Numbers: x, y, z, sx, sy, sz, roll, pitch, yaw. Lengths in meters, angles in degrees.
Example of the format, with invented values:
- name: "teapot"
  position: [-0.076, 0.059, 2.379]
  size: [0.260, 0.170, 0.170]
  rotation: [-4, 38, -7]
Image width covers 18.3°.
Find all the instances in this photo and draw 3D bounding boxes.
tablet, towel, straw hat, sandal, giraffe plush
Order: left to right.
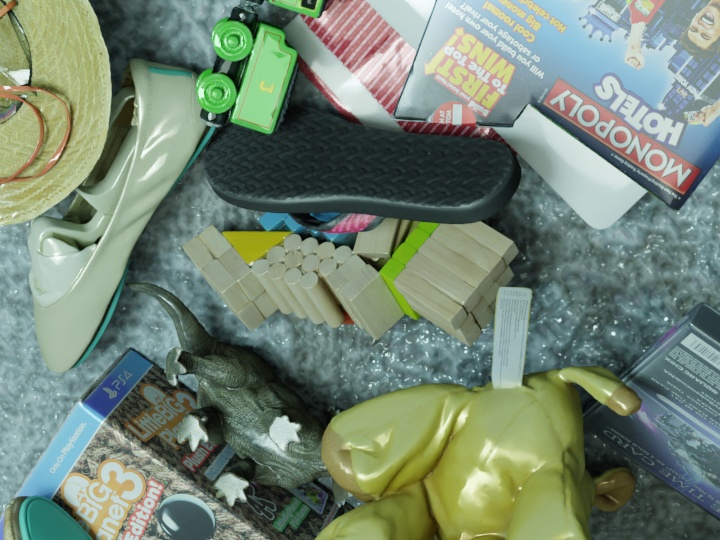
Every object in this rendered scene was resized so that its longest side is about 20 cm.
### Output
- name: "straw hat"
  position: [-0.223, -0.129, 1.267]
  size: [0.200, 0.085, 0.202]
  rotation: [4, 112, 10]
- name: "sandal"
  position: [-0.002, -0.046, 1.235]
  size: [0.199, 0.075, 0.045]
  rotation: [10, 143, 29]
- name: "towel"
  position: [0.067, -0.141, 1.234]
  size: [0.200, 0.023, 0.144]
  rotation: [-41, 93, 20]
- name: "giraffe plush"
  position: [0.075, 0.131, 1.233]
  size: [0.172, 0.162, 0.201]
  rotation: [18, 71, 21]
- name: "tablet"
  position: [0.105, -0.132, 1.210]
  size: [0.200, 0.014, 0.130]
  rotation: [45, 111, -1]

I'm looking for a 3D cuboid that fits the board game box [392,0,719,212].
- name: "board game box"
  position: [0.117, -0.134, 1.166]
  size: [0.200, 0.062, 0.200]
  rotation: [37, 112, 1]

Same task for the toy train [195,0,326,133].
- name: "toy train"
  position: [-0.040, -0.170, 1.227]
  size: [0.056, 0.042, 0.201]
  rotation: [17, 99, -8]

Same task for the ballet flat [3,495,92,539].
- name: "ballet flat"
  position: [-0.149, 0.219, 1.261]
  size: [0.065, 0.070, 0.200]
  rotation: [-35, 93, 33]

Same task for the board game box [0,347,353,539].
- name: "board game box"
  position: [-0.112, 0.176, 1.325]
  size: [0.200, 0.097, 0.160]
  rotation: [35, 110, 0]

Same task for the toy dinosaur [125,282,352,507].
- name: "toy dinosaur"
  position: [-0.064, 0.082, 1.293]
  size: [0.200, 0.102, 0.077]
  rotation: [32, 101, 17]

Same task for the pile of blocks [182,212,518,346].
- name: "pile of blocks"
  position: [0.000, 0.000, 1.276]
  size: [0.199, 0.082, 0.062]
  rotation: [6, 152, 25]

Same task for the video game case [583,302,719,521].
- name: "video game case"
  position: [0.205, 0.091, 1.198]
  size: [0.143, 0.200, 0.019]
  rotation: [35, 70, 1]

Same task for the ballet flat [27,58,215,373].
- name: "ballet flat"
  position: [-0.154, -0.034, 1.287]
  size: [0.069, 0.069, 0.201]
  rotation: [30, 104, 2]
